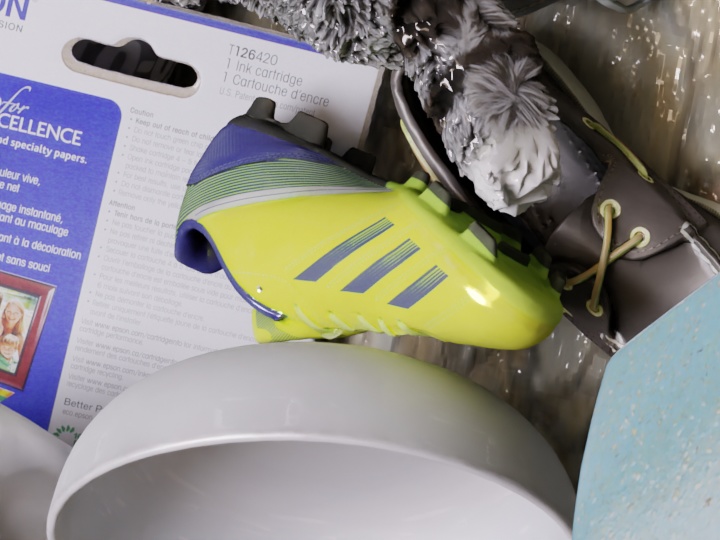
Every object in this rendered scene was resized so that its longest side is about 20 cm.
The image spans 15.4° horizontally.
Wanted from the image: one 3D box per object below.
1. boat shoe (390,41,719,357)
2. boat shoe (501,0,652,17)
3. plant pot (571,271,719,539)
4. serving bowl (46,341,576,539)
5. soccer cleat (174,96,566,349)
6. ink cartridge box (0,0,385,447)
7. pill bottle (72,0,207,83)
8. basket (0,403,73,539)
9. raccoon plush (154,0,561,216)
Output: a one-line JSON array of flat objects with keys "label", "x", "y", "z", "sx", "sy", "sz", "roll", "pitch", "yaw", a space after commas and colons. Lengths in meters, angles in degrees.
[{"label": "boat shoe", "x": 0.085, "y": -0.014, "z": 0.982, "sx": 0.201, "sy": 0.060, "sz": 0.072, "roll": 47, "pitch": 117, "yaw": 29}, {"label": "boat shoe", "x": 0.113, "y": -0.135, "z": 0.953, "sx": 0.202, "sy": 0.074, "sz": 0.065, "roll": -25, "pitch": 70, "yaw": 30}, {"label": "plant pot", "x": 0.175, "y": 0.084, "z": 0.772, "sx": 0.196, "sy": 0.195, "sz": 0.200, "roll": -41, "pitch": 56, "yaw": 31}, {"label": "serving bowl", "x": -0.014, "y": 0.079, "z": 0.995, "sx": 0.200, "sy": 0.200, "sz": 0.066, "roll": -21, "pitch": 52, "yaw": 38}, {"label": "soccer cleat", "x": 0.000, "y": 0.000, "z": 0.974, "sx": 0.200, "sy": 0.065, "sz": 0.084, "roll": 29, "pitch": 88, "yaw": 50}, {"label": "ink cartridge box", "x": -0.108, "y": -0.014, "z": 1.076, "sx": 0.197, "sy": 0.047, "sz": 0.201, "roll": 14, "pitch": 99, "yaw": -6}, {"label": "pill bottle", "x": -0.136, "y": -0.097, "z": 1.130, "sx": 0.114, "sy": 0.114, "sz": 0.200, "roll": 42, "pitch": 116, "yaw": 31}, {"label": "basket", "x": -0.163, "y": 0.138, "z": 1.048, "sx": 0.123, "sy": 0.200, "sz": 0.136, "roll": 1, "pitch": 67, "yaw": 29}, {"label": "raccoon plush", "x": -0.014, "y": -0.089, "z": 0.981, "sx": 0.134, "sy": 0.096, "sz": 0.201, "roll": -46, "pitch": 57, "yaw": 60}]
